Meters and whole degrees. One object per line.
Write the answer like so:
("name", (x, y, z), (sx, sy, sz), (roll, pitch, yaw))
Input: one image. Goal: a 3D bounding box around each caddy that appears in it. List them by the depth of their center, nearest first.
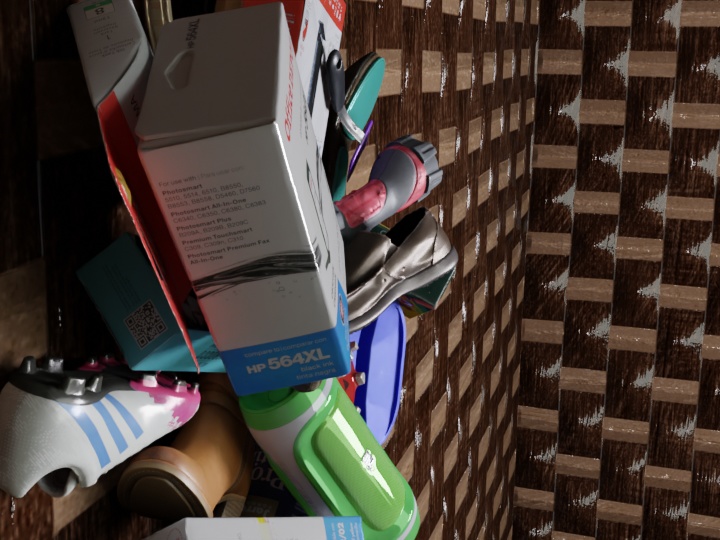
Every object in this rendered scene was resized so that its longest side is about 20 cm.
("caddy", (-0.032, 0.103, 1.071), (0.141, 0.104, 0.203), (-3, 102, -52))

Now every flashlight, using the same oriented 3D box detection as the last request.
("flashlight", (0.002, -0.070, 0.961), (0.068, 0.068, 0.199), (53, 43, 4))

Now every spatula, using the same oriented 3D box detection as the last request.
("spatula", (-0.012, -0.144, 0.938), (0.200, 0.020, 0.057), (67, 44, -65))

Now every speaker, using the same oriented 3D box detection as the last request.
("speaker", (-0.023, 0.161, 0.856), (0.201, 0.088, 0.089), (58, 35, -30))

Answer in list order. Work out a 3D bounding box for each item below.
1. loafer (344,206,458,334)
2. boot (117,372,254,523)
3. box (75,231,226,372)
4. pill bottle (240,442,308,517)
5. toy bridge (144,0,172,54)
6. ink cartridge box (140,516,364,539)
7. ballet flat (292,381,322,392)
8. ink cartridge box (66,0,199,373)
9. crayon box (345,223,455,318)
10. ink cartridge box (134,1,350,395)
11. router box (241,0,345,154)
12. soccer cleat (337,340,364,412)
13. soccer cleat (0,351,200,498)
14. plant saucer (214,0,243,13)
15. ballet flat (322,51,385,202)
("loafer", (0.000, 0.000, 0.902), (0.199, 0.073, 0.072), (-31, 109, -35))
("boot", (-0.130, 0.131, 0.815), (0.201, 0.073, 0.156), (83, 18, -63))
("box", (-0.126, 0.030, 0.761), (0.083, 0.049, 0.200), (56, 10, 14))
("pill bottle", (-0.079, 0.233, 0.929), (0.113, 0.110, 0.201), (77, 24, -44))
("toy bridge", (-0.138, -0.219, 0.759), (0.067, 0.027, 0.203), (-17, 112, -71))
("ink cartridge box", (-0.104, 0.229, 0.748), (0.198, 0.115, 0.069), (10, 59, -38))
("ballet flat", (-0.059, 0.015, 0.788), (0.201, 0.046, 0.068), (59, -39, 46))
("ink cartridge box", (-0.125, -0.061, 0.634), (0.201, 0.050, 0.162), (-120, -169, -46))
("crayon box", (0.023, -0.001, 1.099), (0.051, 0.126, 0.200), (-61, -179, -8))
("ink cartridge box", (-0.066, -0.045, 0.645), (0.147, 0.083, 0.202), (-94, 173, -49))
("router box", (-0.061, -0.156, 0.837), (0.200, 0.048, 0.182), (-28, 128, -83))
("soccer cleat", (-0.051, 0.065, 0.959), (0.069, 0.084, 0.203), (30, 48, -65))
("soccer cleat", (-0.178, 0.104, 0.672), (0.087, 0.069, 0.200), (-70, 160, 1))
("plant saucer", (-0.091, -0.204, 0.858), (0.200, 0.032, 0.203), (11, 90, -84))
("ballet flat", (-0.034, -0.139, 1.040), (0.068, 0.068, 0.202), (52, 54, -71))
